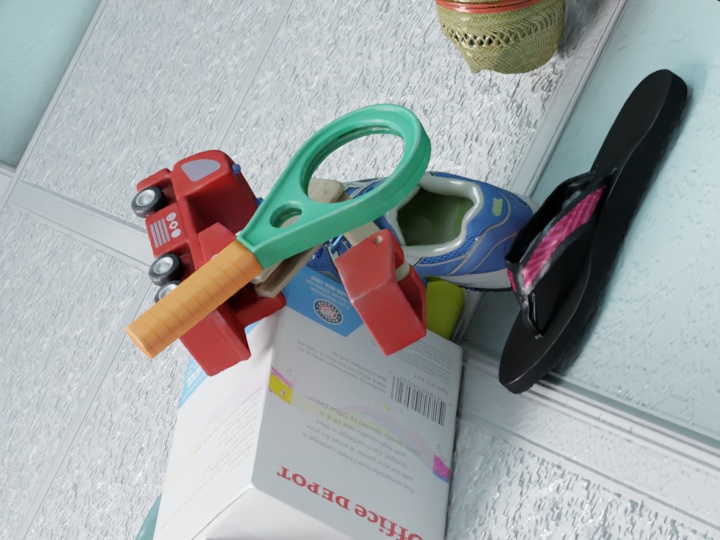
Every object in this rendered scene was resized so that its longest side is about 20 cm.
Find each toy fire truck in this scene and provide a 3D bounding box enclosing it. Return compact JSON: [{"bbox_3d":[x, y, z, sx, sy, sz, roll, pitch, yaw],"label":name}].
[{"bbox_3d":[-0.048,-0.011,1.523,0.141,0.049,0.200,-28,39,7],"label":"toy fire truck"}]

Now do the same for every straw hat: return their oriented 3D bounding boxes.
[{"bbox_3d":[0.088,-0.168,1.674,0.201,0.200,0.085,-112,14,-65],"label":"straw hat"}]

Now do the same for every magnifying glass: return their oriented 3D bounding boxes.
[{"bbox_3d":[-0.045,-0.023,1.478,0.200,0.022,0.080,-41,39,-10],"label":"magnifying glass"}]

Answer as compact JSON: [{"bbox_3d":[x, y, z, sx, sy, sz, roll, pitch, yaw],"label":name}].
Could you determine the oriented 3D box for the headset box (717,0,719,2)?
[{"bbox_3d":[0.254,-0.232,1.363,0.200,0.077,0.149,-31,37,55],"label":"headset box"}]

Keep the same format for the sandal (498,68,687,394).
[{"bbox_3d":[0.116,-0.027,1.491,0.200,0.045,0.075,-64,20,-5],"label":"sandal"}]

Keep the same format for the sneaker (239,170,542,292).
[{"bbox_3d":[0.013,-0.029,1.569,0.199,0.077,0.076,-5,68,28],"label":"sneaker"}]

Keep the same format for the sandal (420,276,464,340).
[{"bbox_3d":[0.000,0.000,1.693,0.080,0.087,0.200,-64,18,2],"label":"sandal"}]

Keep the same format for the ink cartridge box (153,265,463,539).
[{"bbox_3d":[-0.033,0.122,1.549,0.125,0.128,0.200,-44,25,40],"label":"ink cartridge box"}]

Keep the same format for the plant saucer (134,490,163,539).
[{"bbox_3d":[-0.119,0.190,1.814,0.201,0.039,0.201,-50,23,30],"label":"plant saucer"}]
